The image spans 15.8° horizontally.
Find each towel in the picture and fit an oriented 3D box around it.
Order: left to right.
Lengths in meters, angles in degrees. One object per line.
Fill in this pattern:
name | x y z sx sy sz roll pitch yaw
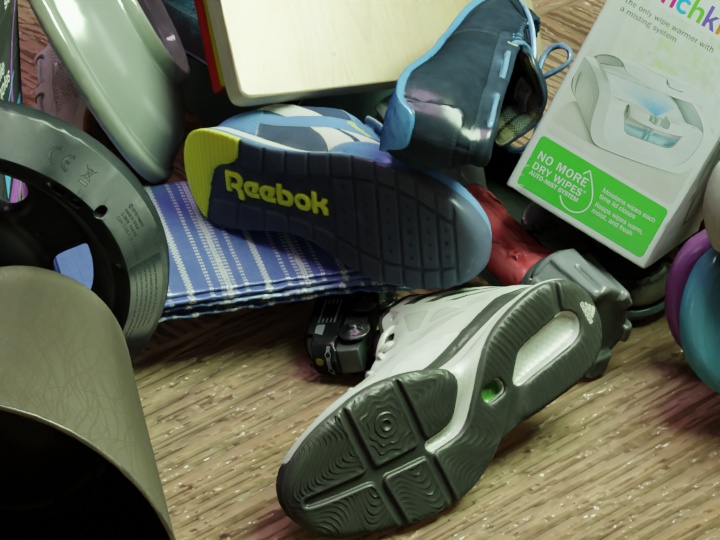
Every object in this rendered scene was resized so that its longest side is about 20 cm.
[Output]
towel | -0.081 -0.013 1.458 0.199 0.024 0.145 -8 30 -13

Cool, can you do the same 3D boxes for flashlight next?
flashlight | 0.075 -0.027 1.450 0.068 0.068 0.200 22 17 -47

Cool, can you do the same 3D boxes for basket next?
basket | -0.167 0.087 1.237 0.180 0.136 0.200 37 15 -20

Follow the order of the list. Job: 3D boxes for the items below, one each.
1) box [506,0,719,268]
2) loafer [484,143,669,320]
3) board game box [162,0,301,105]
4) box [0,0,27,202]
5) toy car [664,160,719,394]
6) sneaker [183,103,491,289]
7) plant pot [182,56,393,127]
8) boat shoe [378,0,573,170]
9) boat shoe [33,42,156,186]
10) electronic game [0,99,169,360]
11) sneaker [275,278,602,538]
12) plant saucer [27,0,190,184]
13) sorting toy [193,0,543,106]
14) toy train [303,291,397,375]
box | 0.183 -0.113 1.456 0.097 0.177 0.200 32 17 11
loafer | 0.101 -0.034 1.508 0.072 0.063 0.200 -24 38 -33
board game box | -0.090 -0.200 1.617 0.200 0.135 0.028 31 0 20
box | -0.212 -0.054 1.415 0.036 0.200 0.143 2 31 4
toy car | 0.234 0.000 1.383 0.150 0.175 0.200 -24 17 34
sneaker | -0.002 -0.050 1.426 0.200 0.074 0.082 21 33 33
plant pot | -0.020 -0.181 1.690 0.200 0.135 0.200 0 30 0
boat shoe | 0.069 -0.091 1.407 0.068 0.084 0.200 20 32 12
boat shoe | -0.173 -0.077 1.594 0.069 0.071 0.200 -29 37 17
electronic game | -0.198 -0.006 1.334 0.199 0.200 0.042 1 38 3
sneaker | 0.023 0.071 1.349 0.200 0.076 0.115 -33 16 -25
plant saucer | -0.146 -0.149 1.521 0.050 0.200 0.200 -27 31 6
sorting toy | -0.014 -0.196 1.515 0.198 0.201 0.070 -9 -10 -27
toy train | 0.000 0.000 1.485 0.046 0.034 0.200 -5 30 14
